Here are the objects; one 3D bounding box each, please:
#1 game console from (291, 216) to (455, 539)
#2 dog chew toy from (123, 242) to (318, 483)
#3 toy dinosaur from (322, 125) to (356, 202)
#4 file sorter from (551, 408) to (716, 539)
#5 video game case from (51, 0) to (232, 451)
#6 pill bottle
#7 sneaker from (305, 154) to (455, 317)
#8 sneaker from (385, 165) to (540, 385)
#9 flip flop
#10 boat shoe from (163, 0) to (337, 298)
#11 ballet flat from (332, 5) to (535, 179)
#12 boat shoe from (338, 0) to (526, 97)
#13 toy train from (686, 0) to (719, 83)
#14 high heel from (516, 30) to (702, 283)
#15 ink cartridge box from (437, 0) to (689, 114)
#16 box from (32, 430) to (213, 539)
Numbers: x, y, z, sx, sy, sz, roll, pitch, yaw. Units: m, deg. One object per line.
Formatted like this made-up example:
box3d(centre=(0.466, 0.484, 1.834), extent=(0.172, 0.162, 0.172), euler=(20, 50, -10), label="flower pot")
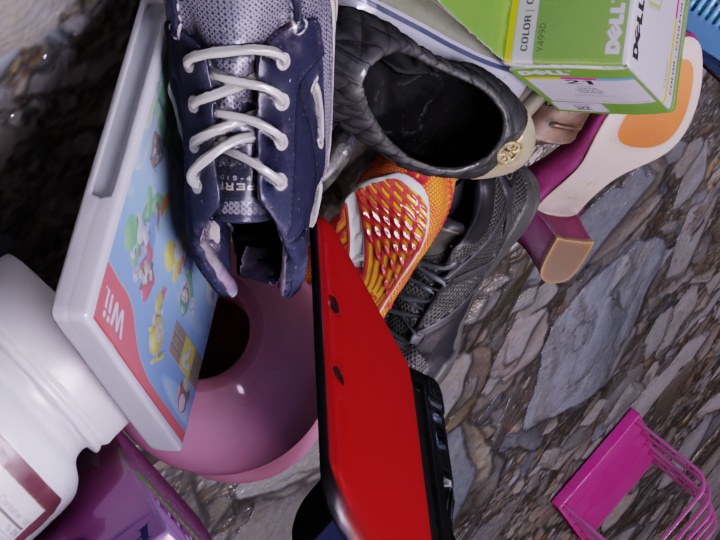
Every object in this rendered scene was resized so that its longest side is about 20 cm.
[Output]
box3d(centre=(-0.018, 0.110, 0.692), extent=(0.118, 0.200, 0.172), euler=(29, 119, -21), label="game console")
box3d(centre=(-0.071, 0.063, 0.861), extent=(0.125, 0.124, 0.200), euler=(-45, 162, -11), label="dog chew toy")
box3d(centre=(-0.024, -0.066, 0.816), extent=(0.088, 0.047, 0.200), euler=(-66, 173, 15), label="toy dinosaur")
box3d(centre=(0.324, 0.274, 1.763), extent=(0.139, 0.125, 0.200), euler=(-48, 154, -5), label="file sorter")
box3d(centre=(-0.083, -0.038, 0.687), extent=(0.143, 0.017, 0.201), euler=(71, 27, -61), label="video game case")
box3d(centre=(-0.201, 0.093, 0.686), extent=(0.200, 0.114, 0.114), euler=(-43, 154, -15), label="pill bottle")
box3d(centre=(0.000, 0.000, 0.906), extent=(0.200, 0.073, 0.077), euler=(-47, -178, 43), label="sneaker")
box3d(centre=(0.035, 0.007, 1.003), extent=(0.200, 0.076, 0.114), euler=(-58, 152, 8), label="sneaker")
box3d(centre=(0.102, -0.094, 0.951), extent=(0.200, 0.081, 0.058), euler=(-39, 111, -19), label="flip flop")
box3d(centre=(-0.044, -0.072, 0.626), extent=(0.200, 0.074, 0.093), euler=(79, 12, -52), label="boat shoe")
box3d(centre=(0.032, -0.077, 0.769), extent=(0.200, 0.057, 0.067), euler=(16, 111, -52), label="ballet flat")
box3d(centre=(0.045, -0.137, 0.830), extent=(0.200, 0.072, 0.062), euler=(6, 115, -59), label="boat shoe")
box3d(centre=(0.250, -0.175, 1.059), extent=(0.087, 0.114, 0.200), euler=(-54, 154, 10), label="toy train")
box3d(centre=(0.157, -0.093, 1.035), extent=(0.067, 0.096, 0.200), euler=(5, 128, -25), label="high heel")
box3d(centre=(0.116, -0.178, 0.815), extent=(0.200, 0.075, 0.149), euler=(19, 77, -64), label="ink cartridge box")
box3d(centre=(-0.148, 0.177, 0.724), extent=(0.176, 0.200, 0.097), euler=(-40, 112, -7), label="box")
